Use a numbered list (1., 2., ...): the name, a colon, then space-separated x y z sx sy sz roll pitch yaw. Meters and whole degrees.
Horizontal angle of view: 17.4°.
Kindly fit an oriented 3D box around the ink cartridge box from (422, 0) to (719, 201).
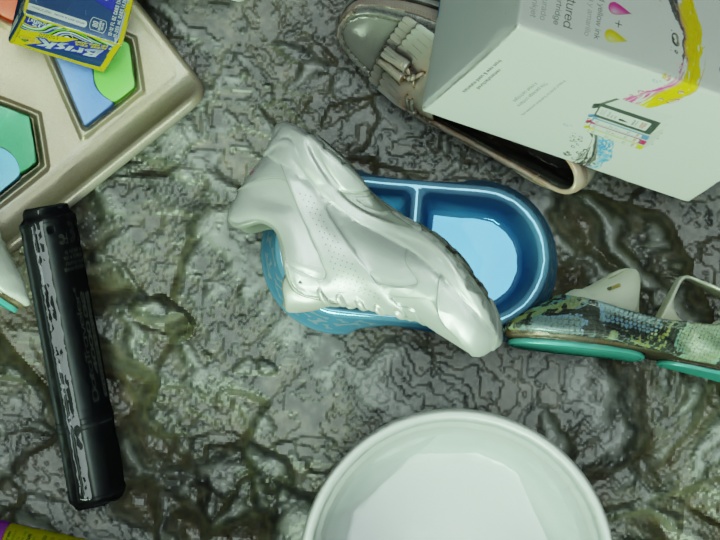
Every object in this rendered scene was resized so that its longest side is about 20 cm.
1. ink cartridge box: 0.165 -0.158 1.479 0.199 0.145 0.148 17 67 -18

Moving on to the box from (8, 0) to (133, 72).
1. box: -0.169 -0.237 1.533 0.070 0.064 0.201 17 73 -13

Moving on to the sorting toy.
1. sorting toy: -0.232 -0.138 1.561 0.185 0.036 0.200 -39 87 -4

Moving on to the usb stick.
1. usb stick: -0.188 0.057 1.528 0.033 0.055 0.201 -9 93 20

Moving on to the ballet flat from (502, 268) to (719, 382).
1. ballet flat: 0.191 0.033 1.540 0.199 0.074 0.074 11 85 -14

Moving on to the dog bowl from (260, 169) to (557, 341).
1. dog bowl: 0.034 -0.011 1.551 0.199 0.050 0.112 5 85 -2

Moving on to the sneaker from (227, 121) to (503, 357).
1. sneaker: 0.000 0.000 1.496 0.200 0.078 0.099 40 92 11

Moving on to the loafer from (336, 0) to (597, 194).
1. loafer: 0.071 -0.117 1.543 0.200 0.063 0.072 29 125 -1

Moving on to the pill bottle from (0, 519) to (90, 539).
1. pill bottle: -0.163 0.228 1.500 0.199 0.104 0.105 13 85 -1

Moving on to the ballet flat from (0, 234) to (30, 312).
1. ballet flat: -0.290 -0.044 1.527 0.200 0.069 0.070 27 85 14

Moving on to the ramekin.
1. ramekin: 0.059 0.189 1.509 0.199 0.105 0.201 0 86 -2
